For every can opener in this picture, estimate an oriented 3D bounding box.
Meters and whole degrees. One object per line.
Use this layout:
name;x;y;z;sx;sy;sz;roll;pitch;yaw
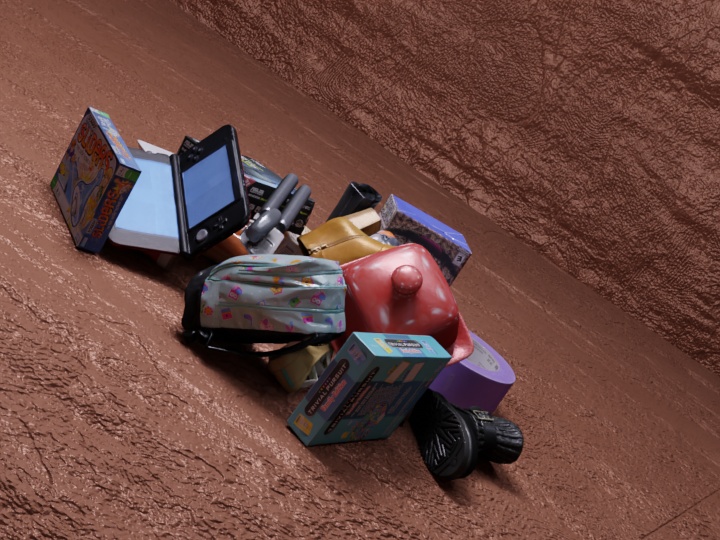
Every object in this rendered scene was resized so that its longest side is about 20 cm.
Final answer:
can opener;-0.115;-0.079;1.560;0.053;0.066;0.200;43;33;-10

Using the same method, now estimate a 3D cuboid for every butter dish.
butter dish;0.053;0.042;1.532;0.198;0.148;0.201;-19;68;-20

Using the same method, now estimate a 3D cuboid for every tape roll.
tape roll;0.154;0.159;1.828;0.199;0.085;0.200;31;14;-9

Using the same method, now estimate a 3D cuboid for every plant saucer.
plant saucer;-0.228;-0.052;1.810;0.200;0.032;0.200;32;14;-9

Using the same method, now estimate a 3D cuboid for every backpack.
backpack;-0.116;0.041;1.439;0.199;0.127;0.167;1;7;22

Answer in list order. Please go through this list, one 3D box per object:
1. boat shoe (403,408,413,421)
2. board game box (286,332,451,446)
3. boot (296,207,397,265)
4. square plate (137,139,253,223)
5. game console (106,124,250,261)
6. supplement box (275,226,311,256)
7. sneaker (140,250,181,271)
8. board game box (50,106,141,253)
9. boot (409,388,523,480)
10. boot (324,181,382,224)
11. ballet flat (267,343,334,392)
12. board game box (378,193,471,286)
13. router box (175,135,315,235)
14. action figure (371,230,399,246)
boat shoe;0.049;0.157;1.662;0.076;0.072;0.200;19;15;-2
board game box;0.015;0.152;1.422;0.047;0.151;0.200;45;19;27
boot;0.000;-0.001;1.678;0.201;0.143;0.071;53;-19;30
square plate;-0.301;-0.154;1.990;0.197;0.029;0.200;22;18;-37
game console;-0.265;-0.126;1.567;0.119;0.172;0.201;38;29;-46
supplement box;-0.080;-0.001;1.795;0.200;0.074;0.126;41;14;-20
sneaker;-0.291;-0.084;1.651;0.112;0.071;0.200;32;31;-2
board game box;-0.377;-0.131;1.548;0.034;0.136;0.200;20;18;-36
boot;0.167;0.250;1.574;0.157;0.080;0.211;28;15;-19
boot;-0.033;-0.066;1.924;0.065;0.201;0.165;34;15;7
ballet flat;-0.076;0.128;1.531;0.063;0.068;0.200;62;20;1
board game box;0.073;-0.003;1.945;0.159;0.201;0.097;28;16;-14
router box;-0.184;-0.134;1.713;0.149;0.062;0.200;18;13;-40
action figure;0.056;0.014;1.805;0.200;0.104;0.194;38;28;-41
